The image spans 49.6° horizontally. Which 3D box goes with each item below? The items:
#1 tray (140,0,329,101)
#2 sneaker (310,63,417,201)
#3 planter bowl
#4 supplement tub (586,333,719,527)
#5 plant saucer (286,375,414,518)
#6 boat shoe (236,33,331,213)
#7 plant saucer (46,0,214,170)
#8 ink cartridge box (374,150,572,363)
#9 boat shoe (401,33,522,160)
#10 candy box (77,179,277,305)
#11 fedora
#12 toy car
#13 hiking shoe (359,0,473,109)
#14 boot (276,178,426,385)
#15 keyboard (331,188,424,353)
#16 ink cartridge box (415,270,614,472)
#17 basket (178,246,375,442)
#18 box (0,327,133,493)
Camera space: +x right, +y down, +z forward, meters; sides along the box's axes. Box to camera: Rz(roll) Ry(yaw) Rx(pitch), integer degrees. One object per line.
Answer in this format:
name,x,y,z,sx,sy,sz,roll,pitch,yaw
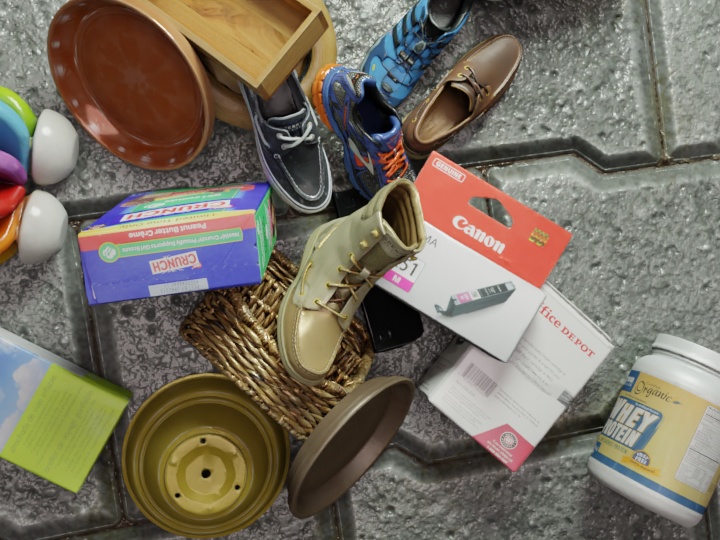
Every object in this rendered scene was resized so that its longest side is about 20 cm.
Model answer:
tray,-0.139,-0.267,0.789,0.200,0.037,0.099,38,88,19
sneaker,0.018,-0.145,0.895,0.075,0.078,0.200,-50,126,-20
planter bowl,-0.177,0.224,0.897,0.200,0.083,0.201,0,92,-9
supplement tub,0.385,0.195,0.964,0.144,0.145,0.200,27,87,-10
plant saucer,-0.013,0.196,0.886,0.029,0.200,0.200,38,84,24
boat shoe,-0.078,-0.155,0.837,0.072,0.068,0.200,-21,102,-14
plant saucer,-0.243,-0.201,0.834,0.200,0.200,0.032,40,45,-9
ink cartridge box,0.124,-0.019,0.894,0.200,0.044,0.174,31,88,1
boat shoe,0.127,-0.212,0.943,0.200,0.068,0.072,-44,98,-6
candy box,-0.179,-0.037,0.812,0.169,0.200,0.077,-7,107,0
fedora,-0.128,-0.256,0.890,0.200,0.082,0.201,-2,97,-18
toy car,-0.400,-0.099,0.813,0.175,0.150,0.201,9,90,-10
hiking shoe,0.063,-0.273,0.920,0.074,0.087,0.200,34,86,-9
boot,-0.007,0.010,0.799,0.073,0.155,0.200,33,53,-24
keyboard,0.000,0.000,0.925,0.127,0.021,0.201,-11,82,-32
ink cartridge box,0.188,0.117,0.958,0.146,0.085,0.200,41,87,-8
basket,-0.084,0.075,0.876,0.200,0.143,0.149,44,83,-6
box,-0.377,0.150,0.877,0.200,0.048,0.122,29,86,-9
